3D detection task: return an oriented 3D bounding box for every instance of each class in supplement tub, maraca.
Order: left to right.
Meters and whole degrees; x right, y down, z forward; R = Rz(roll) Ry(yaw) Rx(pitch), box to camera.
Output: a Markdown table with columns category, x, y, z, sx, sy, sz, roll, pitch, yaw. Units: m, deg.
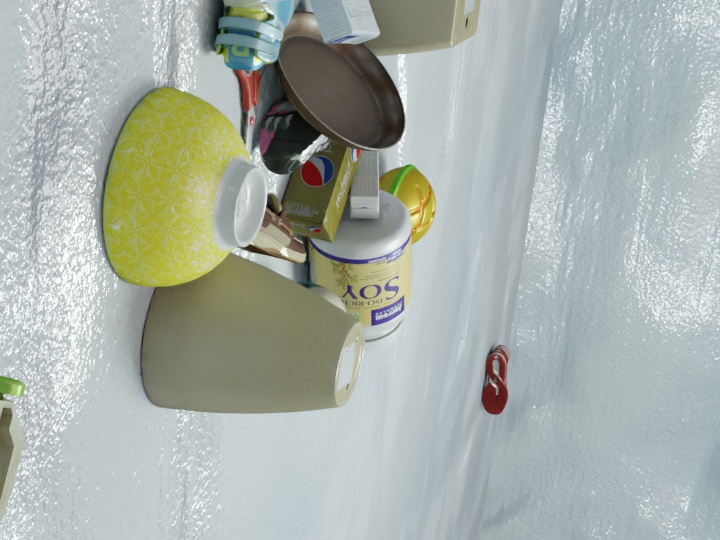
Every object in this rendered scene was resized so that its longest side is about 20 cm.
| category | x | y | z | sx | sy | sz | roll | pitch | yaw |
| --- | --- | --- | --- | --- | --- | --- | --- | --- | --- |
| supplement tub | 0.000 | 0.000 | 1.698 | 0.146 | 0.145 | 0.201 | -61 | 156 | -46 |
| maraca | 0.070 | -0.094 | 1.939 | 0.138 | 0.107 | 0.200 | -66 | 162 | -11 |

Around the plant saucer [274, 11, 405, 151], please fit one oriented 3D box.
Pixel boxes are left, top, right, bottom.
| category | x | y | z | sx | sy | sz | roll | pitch | yaw |
| --- | --- | --- | --- | --- | --- | --- | --- | --- | --- |
| plant saucer | -0.030 | -0.220 | 1.439 | 0.032 | 0.200 | 0.200 | -39 | -170 | 36 |

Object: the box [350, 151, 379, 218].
| category | x | y | z | sx | sy | sz | roll | pitch | yaw |
| --- | --- | --- | --- | --- | --- | --- | --- | --- | --- |
| box | 0.005 | -0.148 | 1.686 | 0.200 | 0.041 | 0.039 | -91 | -179 | -50 |

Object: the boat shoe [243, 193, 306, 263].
| category | x | y | z | sx | sy | sz | roll | pitch | yaw |
| --- | --- | --- | --- | --- | --- | --- | --- | --- | --- |
| boat shoe | -0.109 | -0.055 | 1.424 | 0.200 | 0.072 | 0.072 | 23 | 80 | -68 |

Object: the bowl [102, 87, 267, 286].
| category | x | y | z | sx | sy | sz | roll | pitch | yaw |
| --- | --- | --- | --- | --- | --- | --- | --- | --- | --- |
| bowl | -0.155 | -0.072 | 1.178 | 0.200 | 0.107 | 0.201 | 13 | 90 | -74 |

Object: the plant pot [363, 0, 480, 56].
| category | x | y | z | sx | sy | sz | roll | pitch | yaw |
| --- | --- | --- | --- | --- | --- | --- | --- | --- | --- |
| plant pot | 0.062 | -0.381 | 1.577 | 0.200 | 0.176 | 0.201 | -43 | 142 | -63 |

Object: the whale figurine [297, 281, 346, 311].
| category | x | y | z | sx | sy | sz | roll | pitch | yaw |
| --- | --- | --- | --- | --- | --- | --- | --- | --- | --- |
| whale figurine | -0.109 | 0.088 | 1.523 | 0.200 | 0.104 | 0.160 | -27 | 132 | -38 |

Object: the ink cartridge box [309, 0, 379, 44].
| category | x | y | z | sx | sy | sz | roll | pitch | yaw |
| --- | --- | --- | --- | --- | --- | --- | --- | --- | --- |
| ink cartridge box | -0.040 | -0.360 | 1.382 | 0.200 | 0.040 | 0.201 | -44 | 117 | -76 |

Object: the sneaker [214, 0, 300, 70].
| category | x | y | z | sx | sy | sz | roll | pitch | yaw |
| --- | --- | --- | --- | --- | --- | --- | --- | --- | --- |
| sneaker | -0.113 | -0.280 | 1.223 | 0.200 | 0.079 | 0.131 | 61 | 42 | -66 |

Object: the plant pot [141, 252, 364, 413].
| category | x | y | z | sx | sy | sz | roll | pitch | yaw |
| --- | --- | --- | --- | --- | --- | --- | --- | --- | --- |
| plant pot | -0.104 | 0.081 | 1.301 | 0.187 | 0.199 | 0.188 | 13 | 90 | -74 |

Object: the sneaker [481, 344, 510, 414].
| category | x | y | z | sx | sy | sz | roll | pitch | yaw |
| --- | --- | --- | --- | --- | --- | --- | --- | --- | --- |
| sneaker | 0.400 | 0.305 | 3.436 | 0.116 | 0.078 | 0.201 | -48 | 148 | -58 |

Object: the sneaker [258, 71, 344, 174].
| category | x | y | z | sx | sy | sz | roll | pitch | yaw |
| --- | --- | --- | --- | --- | --- | --- | --- | --- | --- |
| sneaker | -0.062 | -0.172 | 1.480 | 0.200 | 0.080 | 0.087 | -60 | 158 | -44 |

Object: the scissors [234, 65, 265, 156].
| category | x | y | z | sx | sy | sz | roll | pitch | yaw |
| --- | --- | --- | --- | --- | --- | --- | --- | --- | --- |
| scissors | -0.122 | -0.185 | 1.377 | 0.073 | 0.014 | 0.201 | -59 | 154 | -51 |

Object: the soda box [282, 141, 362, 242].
| category | x | y | z | sx | sy | sz | roll | pitch | yaw |
| --- | --- | --- | --- | --- | --- | --- | --- | --- | --- |
| soda box | -0.043 | -0.143 | 1.594 | 0.068 | 0.064 | 0.201 | 64 | 41 | -66 |

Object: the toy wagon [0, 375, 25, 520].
| category | x | y | z | sx | sy | sz | roll | pitch | yaw |
| --- | --- | --- | --- | --- | --- | --- | --- | --- | --- |
| toy wagon | -0.319 | 0.153 | 0.904 | 0.200 | 0.039 | 0.156 | 28 | 74 | -73 |
